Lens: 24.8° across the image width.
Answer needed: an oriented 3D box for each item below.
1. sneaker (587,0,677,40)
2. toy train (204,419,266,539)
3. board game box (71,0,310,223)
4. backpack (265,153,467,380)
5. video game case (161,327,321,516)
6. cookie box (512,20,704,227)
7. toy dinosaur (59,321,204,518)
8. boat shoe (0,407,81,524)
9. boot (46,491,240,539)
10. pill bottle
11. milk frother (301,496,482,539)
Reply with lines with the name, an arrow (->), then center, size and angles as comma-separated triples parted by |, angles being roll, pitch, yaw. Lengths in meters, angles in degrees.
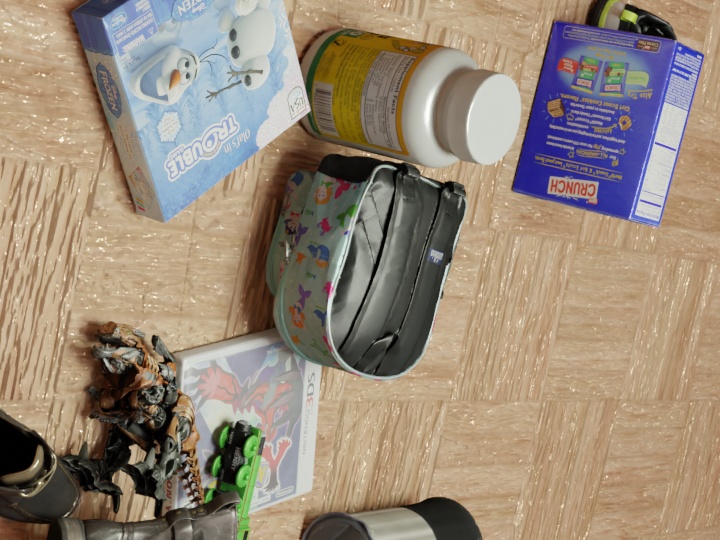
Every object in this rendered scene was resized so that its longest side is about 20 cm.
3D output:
sneaker -> 0.343, -0.262, 1.957 | 0.199, 0.082, 0.072 | 23, 86, -52
toy train -> -0.127, 0.239, 1.557 | 0.056, 0.041, 0.202 | 8, 98, -63
board game box -> -0.140, -0.178, 1.420 | 0.200, 0.043, 0.200 | -42, 134, -34
backpack -> 0.000, 0.000, 1.571 | 0.177, 0.150, 0.202 | 17, 83, -50
video game case -> -0.112, 0.152, 1.592 | 0.199, 0.023, 0.184 | -13, 112, -48
cookie box -> 0.276, -0.165, 1.840 | 0.075, 0.170, 0.202 | 11, 96, -49
toy dinosaur -> -0.183, 0.139, 1.448 | 0.200, 0.102, 0.136 | 46, 48, -22
boat shoe -> -0.288, 0.160, 1.334 | 0.075, 0.073, 0.200 | -61, 140, -15
boot -> -0.190, 0.282, 1.427 | 0.173, 0.069, 0.201 | -1, 125, -25
pill bottle -> 0.046, -0.159, 1.530 | 0.112, 0.199, 0.114 | -21, 119, -45
milk frother -> 0.058, 0.351, 1.735 | 0.187, 0.199, 0.182 | 1, 107, -51
